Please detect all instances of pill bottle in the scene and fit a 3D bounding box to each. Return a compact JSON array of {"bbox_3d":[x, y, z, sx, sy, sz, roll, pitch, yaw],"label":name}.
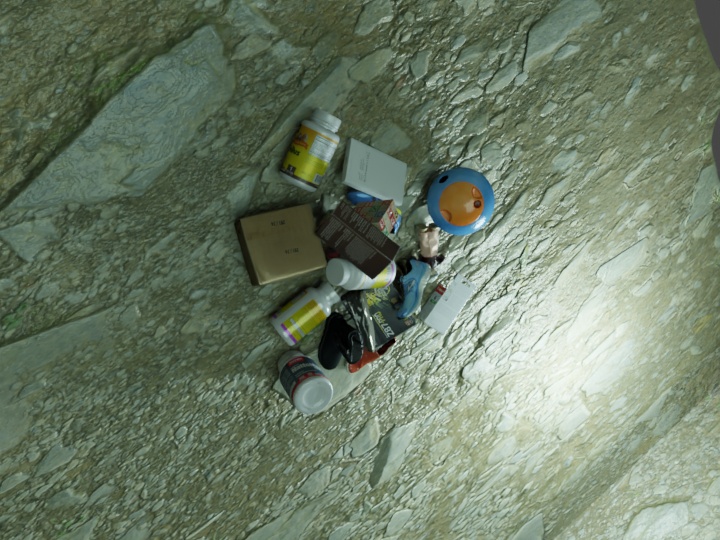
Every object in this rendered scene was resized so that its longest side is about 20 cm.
[{"bbox_3d":[0.000,0.000,1.631,0.200,0.104,0.105,-2,112,-46],"label":"pill bottle"},{"bbox_3d":[-0.171,0.319,1.702,0.119,0.200,0.120,-11,115,-24],"label":"pill bottle"},{"bbox_3d":[-0.157,0.119,1.684,0.200,0.104,0.104,-38,123,-8],"label":"pill bottle"},{"bbox_3d":[-0.126,-0.316,1.515,0.109,0.109,0.201,21,99,-33],"label":"pill bottle"}]

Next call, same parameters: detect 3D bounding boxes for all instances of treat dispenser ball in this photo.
[{"bbox_3d":[0.299,-0.206,1.731,0.200,0.201,0.202,-11,115,-24],"label":"treat dispenser ball"}]

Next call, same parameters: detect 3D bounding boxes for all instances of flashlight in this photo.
[{"bbox_3d":[-0.135,-0.028,1.663,0.199,0.068,0.068,-10,89,-20],"label":"flashlight"}]

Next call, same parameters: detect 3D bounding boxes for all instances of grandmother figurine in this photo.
[{"bbox_3d":[0.221,-0.051,1.845,0.121,0.061,0.201,-1,117,3],"label":"grandmother figurine"}]

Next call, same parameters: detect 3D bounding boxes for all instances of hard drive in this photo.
[{"bbox_3d":[0.041,-0.276,1.637,0.199,0.027,0.132,18,71,-32],"label":"hard drive"}]

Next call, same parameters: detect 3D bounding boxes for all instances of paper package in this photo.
[{"bbox_3d":[-0.212,-0.069,1.545,0.199,0.103,0.191,-17,93,-21],"label":"paper package"}]

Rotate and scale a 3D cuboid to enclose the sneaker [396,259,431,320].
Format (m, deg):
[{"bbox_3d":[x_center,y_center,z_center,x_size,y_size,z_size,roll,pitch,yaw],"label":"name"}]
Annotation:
[{"bbox_3d":[0.139,0.056,1.749,0.090,0.078,0.201,26,66,-13],"label":"sneaker"}]

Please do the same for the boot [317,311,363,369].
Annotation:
[{"bbox_3d":[-0.059,0.243,1.749,0.076,0.168,0.201,1,110,-26],"label":"boot"}]

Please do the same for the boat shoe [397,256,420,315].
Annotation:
[{"bbox_3d":[0.173,0.049,1.846,0.066,0.072,0.201,-22,117,-12],"label":"boat shoe"}]

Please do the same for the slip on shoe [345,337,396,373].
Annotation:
[{"bbox_3d":[0.034,0.262,1.871,0.200,0.061,0.074,-38,125,-7],"label":"slip on shoe"}]

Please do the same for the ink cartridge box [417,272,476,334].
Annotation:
[{"bbox_3d":[0.290,0.105,1.948,0.109,0.050,0.200,33,92,-33],"label":"ink cartridge box"}]

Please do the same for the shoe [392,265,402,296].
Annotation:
[{"bbox_3d":[0.113,0.073,1.835,0.070,0.053,0.201,-6,114,-6],"label":"shoe"}]

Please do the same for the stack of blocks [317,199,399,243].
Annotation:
[{"bbox_3d":[-0.007,-0.135,1.603,0.115,0.199,0.059,-59,137,-43],"label":"stack of blocks"}]

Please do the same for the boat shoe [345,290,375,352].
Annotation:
[{"bbox_3d":[0.002,0.154,1.741,0.057,0.067,0.201,-7,108,13],"label":"boat shoe"}]

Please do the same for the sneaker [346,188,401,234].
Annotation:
[{"bbox_3d":[0.040,-0.169,1.676,0.200,0.066,0.079,26,67,-35],"label":"sneaker"}]

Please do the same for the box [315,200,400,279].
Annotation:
[{"bbox_3d":[-0.007,-0.079,1.519,0.200,0.100,0.075,40,46,-6],"label":"box"}]

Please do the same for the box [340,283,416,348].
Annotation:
[{"bbox_3d":[0.056,0.122,1.792,0.161,0.049,0.200,-30,112,6],"label":"box"}]
